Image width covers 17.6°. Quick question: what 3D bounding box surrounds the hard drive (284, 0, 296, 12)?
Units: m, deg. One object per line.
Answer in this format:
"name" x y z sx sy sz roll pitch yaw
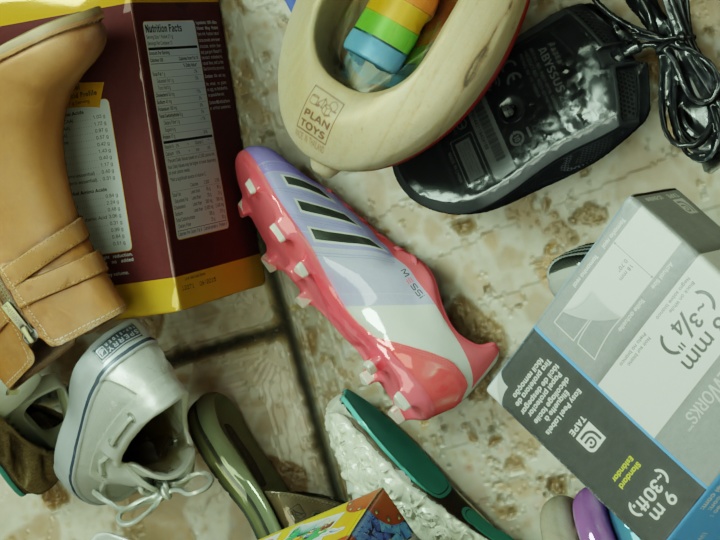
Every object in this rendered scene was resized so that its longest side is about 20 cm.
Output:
"hard drive" -0.011 -0.233 1.391 0.132 0.025 0.200 -30 85 20

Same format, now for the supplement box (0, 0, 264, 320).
"supplement box" -0.186 -0.070 1.413 0.197 0.133 0.201 -7 94 20

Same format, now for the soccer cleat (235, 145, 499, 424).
"soccer cleat" 0.000 0.000 1.398 0.076 0.067 0.200 -34 79 -18

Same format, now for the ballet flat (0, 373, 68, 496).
"ballet flat" -0.217 0.082 1.420 0.072 0.200 0.068 -33 60 2

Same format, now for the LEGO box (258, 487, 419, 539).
"LEGO box" -0.035 0.233 1.344 0.200 0.077 0.149 -26 105 34

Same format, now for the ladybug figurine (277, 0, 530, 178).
"ladybug figurine" 0.031 -0.139 1.321 0.136 0.072 0.200 36 96 32

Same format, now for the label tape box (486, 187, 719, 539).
"label tape box" 0.188 0.074 1.253 0.200 0.063 0.144 44 114 20

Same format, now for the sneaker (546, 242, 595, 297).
"sneaker" 0.208 0.036 1.324 0.199 0.075 0.116 -5 99 30

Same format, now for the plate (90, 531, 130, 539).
"plate" -0.105 0.287 1.477 0.199 0.032 0.201 21 102 17

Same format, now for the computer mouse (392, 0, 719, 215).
"computer mouse" 0.114 -0.091 1.345 0.199 0.053 0.139 -23 74 18

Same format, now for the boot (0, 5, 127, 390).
"boot" -0.177 -0.040 1.307 0.200 0.074 0.155 -40 82 31

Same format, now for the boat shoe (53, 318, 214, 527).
"boat shoe" -0.128 0.108 1.394 0.086 0.075 0.202 47 152 16

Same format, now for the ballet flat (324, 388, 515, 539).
"ballet flat" 0.041 0.157 1.386 0.200 0.072 0.072 41 107 13

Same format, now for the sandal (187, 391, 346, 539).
"sandal" -0.032 0.151 1.415 0.057 0.080 0.201 -36 83 5

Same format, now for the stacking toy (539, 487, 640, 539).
"stacking toy" 0.207 0.134 1.329 0.199 0.085 0.086 -25 87 15
